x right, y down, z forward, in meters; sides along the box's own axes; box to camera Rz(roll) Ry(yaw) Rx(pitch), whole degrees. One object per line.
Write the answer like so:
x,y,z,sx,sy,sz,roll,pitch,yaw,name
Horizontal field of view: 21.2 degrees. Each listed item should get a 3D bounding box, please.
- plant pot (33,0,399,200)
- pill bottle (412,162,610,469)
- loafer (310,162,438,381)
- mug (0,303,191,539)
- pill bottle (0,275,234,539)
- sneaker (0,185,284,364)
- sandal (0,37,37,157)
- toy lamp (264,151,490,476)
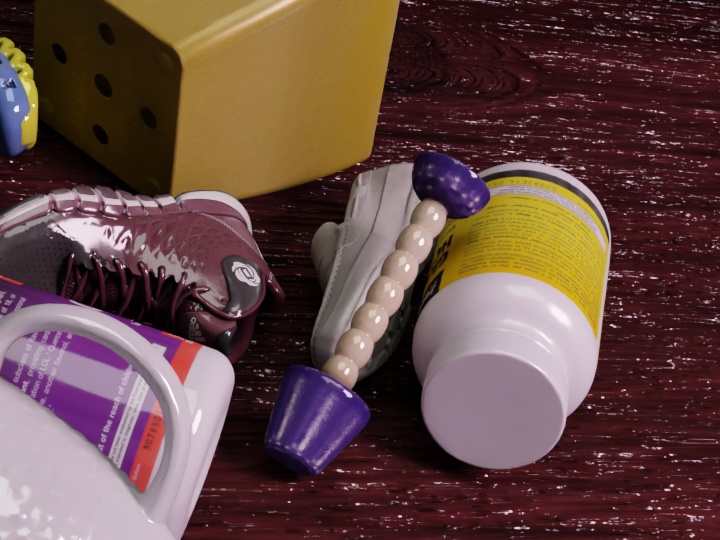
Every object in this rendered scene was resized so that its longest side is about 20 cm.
-0.109,-0.158,1.288,0.200,0.201,0.176,35,49,23,plant pot
0.092,0.027,1.181,0.112,0.113,0.200,18,34,0,pill bottle
0.000,0.000,1.225,0.069,0.070,0.200,4,34,17,loafer
-0.159,0.110,0.878,0.175,0.201,0.148,32,4,0,mug
-0.173,0.067,1.002,0.199,0.113,0.113,19,34,0,pill bottle
-0.128,0.009,1.139,0.199,0.076,0.116,-10,46,-36,sneaker
-0.287,-0.129,1.259,0.200,0.080,0.087,32,39,33,sandal
0.008,0.027,1.117,0.058,0.058,0.201,28,70,13,toy lamp
